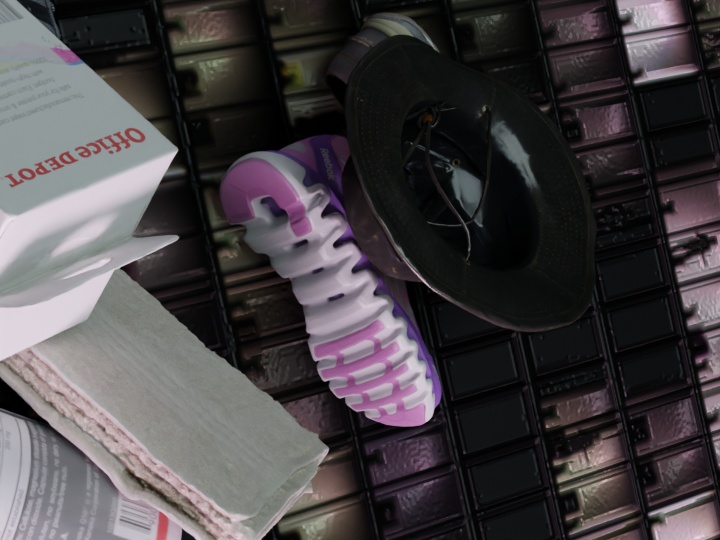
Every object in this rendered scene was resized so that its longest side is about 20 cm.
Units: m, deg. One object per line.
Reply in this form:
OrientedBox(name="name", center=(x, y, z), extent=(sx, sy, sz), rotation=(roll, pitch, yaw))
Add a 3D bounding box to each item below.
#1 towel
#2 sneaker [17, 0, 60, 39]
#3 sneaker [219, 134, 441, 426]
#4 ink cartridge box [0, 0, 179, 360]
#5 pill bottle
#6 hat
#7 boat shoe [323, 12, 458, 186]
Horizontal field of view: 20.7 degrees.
OrientedBox(name="towel", center=(-0.114, 0.067, 1.069), extent=(0.200, 0.035, 0.133), rotation=(41, 24, 5))
OrientedBox(name="sneaker", center=(-0.183, -0.168, 1.098), extent=(0.114, 0.075, 0.200), rotation=(-35, 101, -28))
OrientedBox(name="sneaker", center=(0.000, 0.000, 1.201), extent=(0.088, 0.080, 0.201), rotation=(-44, 110, -44))
OrientedBox(name="ink cartridge box", center=(-0.201, -0.047, 0.975), extent=(0.200, 0.125, 0.128), rotation=(43, 36, 14))
OrientedBox(name="pill bottle", center=(-0.204, 0.126, 1.027), extent=(0.200, 0.114, 0.114), rotation=(23, 72, -28))
OrientedBox(name="hat", center=(0.047, -0.035, 1.158), extent=(0.200, 0.081, 0.201), rotation=(26, 46, -31))
OrientedBox(name="boat shoe", center=(0.043, -0.063, 1.243), extent=(0.073, 0.074, 0.200), rotation=(-36, 96, -19))
